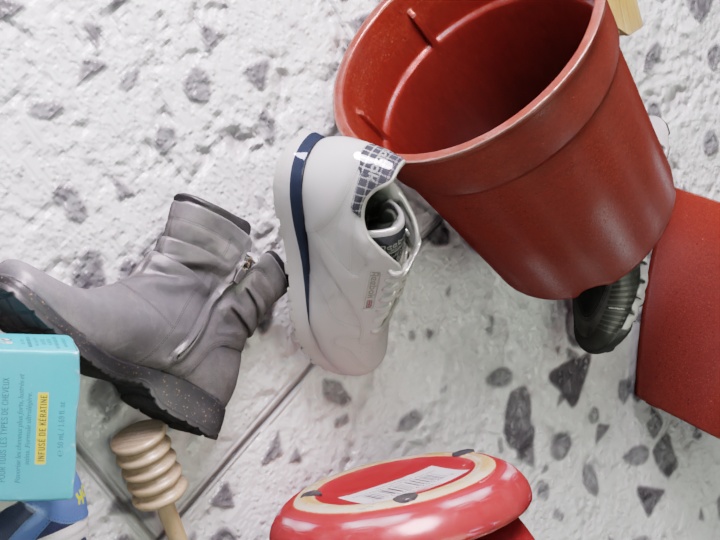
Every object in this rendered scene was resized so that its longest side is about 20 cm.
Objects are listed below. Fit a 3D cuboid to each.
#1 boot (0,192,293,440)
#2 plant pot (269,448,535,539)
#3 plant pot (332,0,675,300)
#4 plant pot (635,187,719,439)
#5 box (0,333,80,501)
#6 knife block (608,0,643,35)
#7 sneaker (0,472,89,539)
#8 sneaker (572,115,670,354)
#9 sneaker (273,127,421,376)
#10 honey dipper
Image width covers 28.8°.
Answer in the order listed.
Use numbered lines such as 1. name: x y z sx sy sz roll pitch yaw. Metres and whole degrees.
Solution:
1. boot: -0.133 0.007 0.853 0.200 0.069 0.133 40 67 -46
2. plant pot: 0.037 0.225 0.929 0.199 0.200 0.184 -14 94 -37
3. plant pot: 0.114 -0.094 0.966 0.195 0.200 0.202 48 66 -41
4. plant pot: 0.346 0.064 1.170 0.199 0.200 0.177 23 93 -38
5. box: -0.249 0.075 0.725 0.198 0.049 0.083 2 96 -18
6. knife block: 0.145 -0.287 1.039 0.199 0.064 0.177 23 81 -38
7. sneaker: -0.232 0.172 0.779 0.199 0.074 0.083 -30 115 -31
8. sneaker: 0.184 -0.038 1.100 0.090 0.066 0.202 19 79 -36
9. sneaker: 0.000 0.000 0.912 0.201 0.080 0.077 78 29 -44
10. honey dipper: -0.110 0.189 0.904 0.038 0.038 0.201 -33 116 -32
